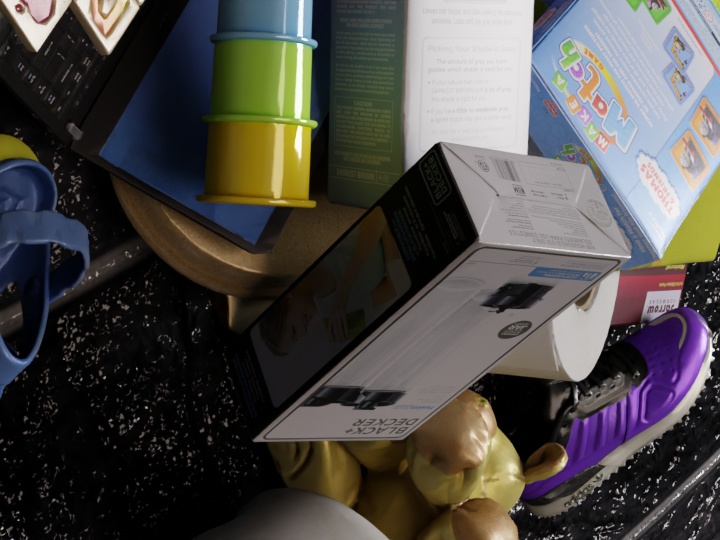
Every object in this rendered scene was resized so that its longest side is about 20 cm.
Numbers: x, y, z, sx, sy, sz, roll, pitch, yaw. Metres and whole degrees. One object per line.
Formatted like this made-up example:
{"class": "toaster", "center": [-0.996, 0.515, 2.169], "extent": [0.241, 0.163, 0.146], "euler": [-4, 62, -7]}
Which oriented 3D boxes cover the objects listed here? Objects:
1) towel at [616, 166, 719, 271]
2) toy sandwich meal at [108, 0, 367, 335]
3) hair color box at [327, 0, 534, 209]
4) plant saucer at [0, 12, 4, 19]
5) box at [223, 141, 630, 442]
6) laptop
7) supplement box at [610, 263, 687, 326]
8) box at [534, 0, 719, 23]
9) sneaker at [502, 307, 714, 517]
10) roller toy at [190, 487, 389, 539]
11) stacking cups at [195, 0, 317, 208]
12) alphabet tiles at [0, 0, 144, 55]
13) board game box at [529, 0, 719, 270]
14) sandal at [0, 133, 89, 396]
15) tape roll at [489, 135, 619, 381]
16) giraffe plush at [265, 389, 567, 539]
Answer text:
{"class": "towel", "center": [0.234, -0.044, 1.124], "extent": [0.200, 0.018, 0.086], "euler": [-4, 113, -58]}
{"class": "toy sandwich meal", "center": [-0.055, -0.069, 0.862], "extent": [0.205, 0.070, 0.205], "euler": [1, 88, -22]}
{"class": "hair color box", "center": [0.039, -0.135, 0.812], "extent": [0.099, 0.061, 0.200], "euler": [-8, 104, -42]}
{"class": "plant saucer", "center": [-0.194, -0.199, 0.636], "extent": [0.200, 0.050, 0.200], "euler": [0, 90, -31]}
{"class": "box", "center": [0.031, 0.019, 0.808], "extent": [0.117, 0.060, 0.200], "euler": [5, 144, -42]}
{"class": "laptop", "center": [-0.083, -0.136, 0.757], "extent": [0.177, 0.103, 0.200], "euler": [-63, 153, -16]}
{"class": "supplement box", "center": [0.210, -0.061, 1.163], "extent": [0.109, 0.061, 0.200], "euler": [-2, 106, -47]}
{"class": "box", "center": [0.184, -0.194, 1.052], "extent": [0.200, 0.048, 0.122], "euler": [36, 74, -20]}
{"class": "sneaker", "center": [0.175, 0.095, 1.139], "extent": [0.200, 0.070, 0.100], "euler": [-46, 126, 5]}
{"class": "roller toy", "center": [-0.039, 0.229, 0.898], "extent": [0.140, 0.200, 0.182], "euler": [-33, 120, -37]}
{"class": "stacking cups", "center": [-0.043, -0.131, 0.744], "extent": [0.060, 0.060, 0.200], "euler": [1, 95, -48]}
{"class": "alphabet tiles", "center": [-0.121, -0.199, 0.662], "extent": [0.200, 0.006, 0.166], "euler": [-65, 144, -32]}
{"class": "board game box", "center": [0.177, -0.119, 0.966], "extent": [0.151, 0.037, 0.200], "euler": [54, 47, -15]}
{"class": "sandal", "center": [-0.193, 0.033, 0.741], "extent": [0.079, 0.087, 0.200], "euler": [21, 89, -50]}
{"class": "tape roll", "center": [0.121, -0.027, 1.020], "extent": [0.202, 0.071, 0.203], "euler": [5, 90, -68]}
{"class": "giraffe plush", "center": [0.051, 0.141, 1.002], "extent": [0.162, 0.173, 0.200], "euler": [-30, 129, -50]}
